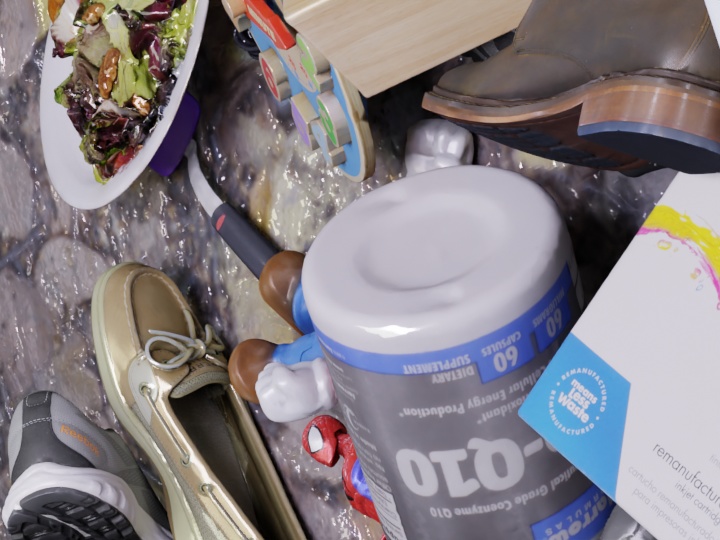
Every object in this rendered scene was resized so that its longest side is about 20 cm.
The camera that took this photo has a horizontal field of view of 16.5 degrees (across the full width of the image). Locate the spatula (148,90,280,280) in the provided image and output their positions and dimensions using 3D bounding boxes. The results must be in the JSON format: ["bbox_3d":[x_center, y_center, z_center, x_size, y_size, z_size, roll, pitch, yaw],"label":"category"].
[{"bbox_3d":[-0.080,-0.041,1.332,0.200,0.021,0.057,51,129,31],"label":"spatula"}]

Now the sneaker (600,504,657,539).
[{"bbox_3d":[0.169,0.187,1.040,0.115,0.075,0.201,4,110,46],"label":"sneaker"}]

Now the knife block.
[{"bbox_3d":[0.084,-0.148,0.996,0.175,0.064,0.200,27,79,48],"label":"knife block"}]

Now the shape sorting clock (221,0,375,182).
[{"bbox_3d":[-0.045,-0.130,1.154,0.200,0.039,0.200,60,168,22],"label":"shape sorting clock"}]

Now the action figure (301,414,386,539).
[{"bbox_3d":[0.034,0.133,1.197,0.200,0.052,0.066,46,163,38],"label":"action figure"}]

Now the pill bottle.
[{"bbox_3d":[0.053,0.066,1.068,0.114,0.114,0.200,26,144,45],"label":"pill bottle"}]

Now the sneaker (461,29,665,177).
[{"bbox_3d":[0.071,-0.095,1.097,0.200,0.076,0.088,33,138,52],"label":"sneaker"}]

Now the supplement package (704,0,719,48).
[{"bbox_3d":[0.194,-0.196,0.858,0.152,0.150,0.201,-28,75,49],"label":"supplement package"}]

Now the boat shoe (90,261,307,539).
[{"bbox_3d":[-0.082,0.084,1.324,0.063,0.073,0.201,-28,77,39],"label":"boat shoe"}]

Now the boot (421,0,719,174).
[{"bbox_3d":[0.095,-0.093,0.972,0.200,0.075,0.097,10,83,61],"label":"boot"}]

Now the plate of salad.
[{"bbox_3d":[-0.135,-0.132,1.325,0.200,0.048,0.201,-30,53,51],"label":"plate of salad"}]

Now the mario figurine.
[{"bbox_3d":[0.000,0.000,1.177,0.200,0.106,0.124,-25,76,52],"label":"mario figurine"}]

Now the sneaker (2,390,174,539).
[{"bbox_3d":[-0.138,0.127,1.344,0.200,0.074,0.080,65,-167,-61],"label":"sneaker"}]

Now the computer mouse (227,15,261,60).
[{"bbox_3d":[-0.033,-0.199,1.222,0.140,0.046,0.201,12,106,51],"label":"computer mouse"}]

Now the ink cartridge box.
[{"bbox_3d":[0.165,0.011,0.947,0.116,0.067,0.200,40,103,38],"label":"ink cartridge box"}]
